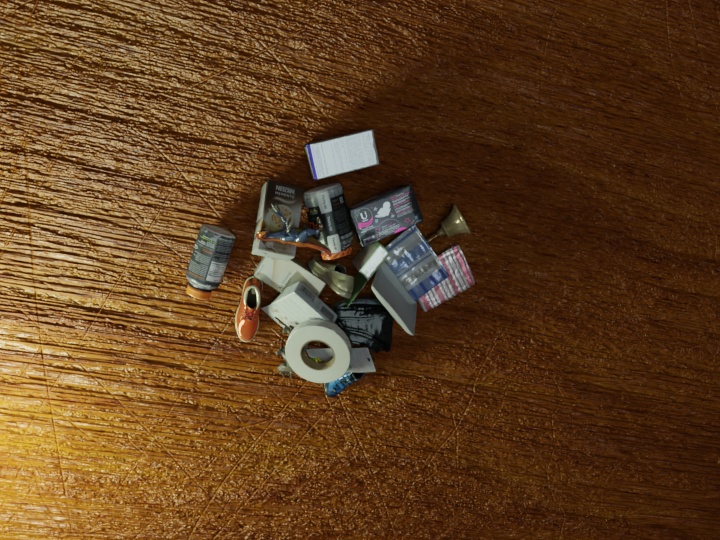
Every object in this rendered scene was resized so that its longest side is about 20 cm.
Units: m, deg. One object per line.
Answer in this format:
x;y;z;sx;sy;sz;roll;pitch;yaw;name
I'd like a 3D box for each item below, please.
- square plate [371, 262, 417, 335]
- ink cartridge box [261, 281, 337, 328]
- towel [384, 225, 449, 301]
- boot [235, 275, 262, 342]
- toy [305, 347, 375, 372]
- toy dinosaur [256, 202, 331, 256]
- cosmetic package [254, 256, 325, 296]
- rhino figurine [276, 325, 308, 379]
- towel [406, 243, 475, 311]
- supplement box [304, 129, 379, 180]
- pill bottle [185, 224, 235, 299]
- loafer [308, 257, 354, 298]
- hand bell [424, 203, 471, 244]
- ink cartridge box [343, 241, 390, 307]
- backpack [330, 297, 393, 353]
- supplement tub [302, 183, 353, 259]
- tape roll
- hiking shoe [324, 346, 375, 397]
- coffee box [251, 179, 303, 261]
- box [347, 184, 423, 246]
0.101;0.078;1.741;0.028;0.199;0.201;-33;107;21;square plate
-0.185;0.123;1.720;0.160;0.198;0.048;43;52;-21;ink cartridge box
0.166;-0.022;1.780;0.146;0.024;0.202;-35;97;17;towel
-0.333;0.125;1.717;0.073;0.107;0.206;7;102;-12;boot
-0.057;0.260;1.755;0.194;0.048;0.117;-6;134;15;toy
-0.187;-0.090;1.574;0.178;0.105;0.204;-24;103;-9;toy dinosaur
-0.211;0.019;1.732;0.198;0.073;0.105;32;95;-15;cosmetic package
-0.212;0.259;1.769;0.086;0.060;0.204;22;121;5;rhino figurine
0.254;0.024;1.835;0.197;0.030;0.149;-28;104;0;towel
-0.055;-0.337;1.668;0.195;0.101;0.106;-16;104;-5;supplement box
-0.440;-0.021;1.667;0.104;0.106;0.205;19;98;-13;pill bottle
-0.080;0.010;1.700;0.075;0.199;0.069;28;97;-51;loafer
0.234;-0.109;1.786;0.197;0.104;0.105;-32;105;12;hand bell
0.000;0.000;1.724;0.048;0.146;0.201;40;94;-15;ink cartridge box
-0.001;0.160;1.769;0.194;0.126;0.172;4;89;-9;backpack
-0.091;-0.143;1.692;0.119;0.123;0.205;-15;103;-6;supplement tub
-0.122;0.237;1.687;0.197;0.037;0.208;4;118;7;tape roll
-0.041;0.324;1.815;0.074;0.087;0.200;42;93;-15;hiking shoe
-0.236;-0.141;1.648;0.112;0.079;0.206;10;78;-22;coffee box
0.068;-0.167;1.708;0.196;0.132;0.117;-22;101;-4;box
